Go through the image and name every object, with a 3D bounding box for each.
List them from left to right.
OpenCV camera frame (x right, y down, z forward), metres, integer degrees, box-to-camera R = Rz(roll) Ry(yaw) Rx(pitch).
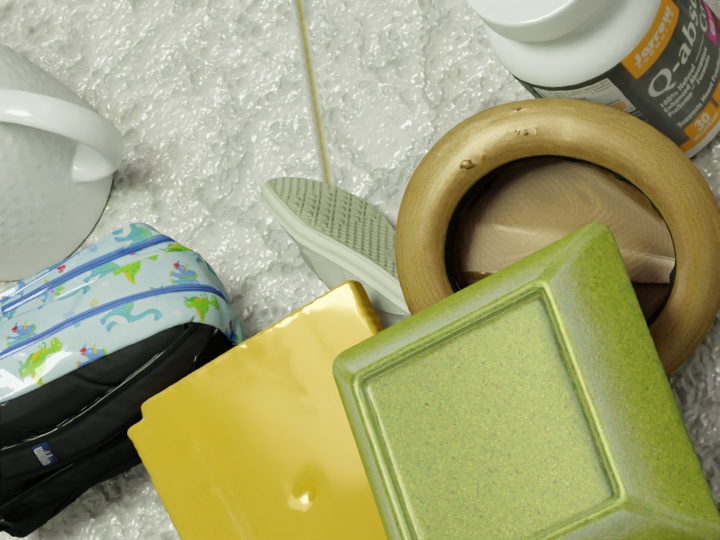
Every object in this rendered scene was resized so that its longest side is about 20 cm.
[{"bbox_3d":[-0.254,-0.091,1.764,0.199,0.175,0.148,1,70,29],"label":"mug"},{"bbox_3d":[-0.172,0.063,1.667,0.199,0.163,0.154,-20,52,12],"label":"backpack"},{"bbox_3d":[-0.029,0.134,1.583,0.176,0.032,0.201,-30,79,14],"label":"game cartridge"},{"bbox_3d":[0.000,0.000,1.653,0.200,0.075,0.058,39,126,37],"label":"oxford shoe"},{"bbox_3d":[0.080,0.097,1.476,0.199,0.048,0.201,-28,69,24],"label":"plant saucer"},{"bbox_3d":[0.123,-0.014,1.556,0.200,0.082,0.202,2,100,13],"label":"fedora"},{"bbox_3d":[0.143,-0.147,1.550,0.116,0.200,0.117,-11,65,25],"label":"pill bottle"}]
